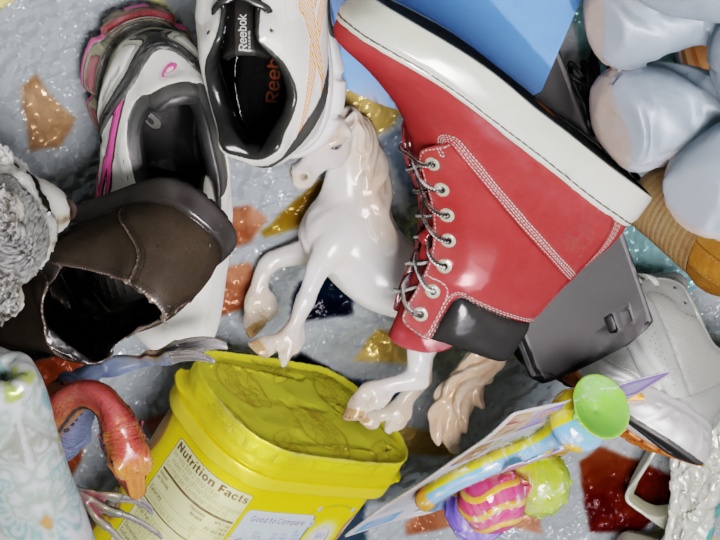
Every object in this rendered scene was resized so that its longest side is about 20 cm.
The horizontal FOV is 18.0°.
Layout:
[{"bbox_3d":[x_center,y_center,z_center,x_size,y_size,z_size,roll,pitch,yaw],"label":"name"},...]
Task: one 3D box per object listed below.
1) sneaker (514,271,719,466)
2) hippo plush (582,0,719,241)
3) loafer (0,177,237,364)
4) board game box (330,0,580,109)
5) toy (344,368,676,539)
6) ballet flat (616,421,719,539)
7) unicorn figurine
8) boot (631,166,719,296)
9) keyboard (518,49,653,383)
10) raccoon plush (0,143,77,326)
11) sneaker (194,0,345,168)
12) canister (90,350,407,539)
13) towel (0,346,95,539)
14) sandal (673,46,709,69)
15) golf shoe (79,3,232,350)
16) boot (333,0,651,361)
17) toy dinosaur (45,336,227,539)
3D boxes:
[{"bbox_3d":[0.139,0.026,1.300,0.200,0.076,0.092,37,77,-24],"label":"sneaker"},{"bbox_3d":[0.217,-0.128,1.136,0.160,0.160,0.200,-30,174,-42],"label":"hippo plush"},{"bbox_3d":[-0.147,0.011,1.130,0.073,0.072,0.199,44,140,-20],"label":"loafer"},{"bbox_3d":[0.043,-0.180,1.144,0.157,0.039,0.201,18,113,-12],"label":"board game box"},{"bbox_3d":[0.086,0.117,1.261,0.115,0.047,0.200,-13,160,-33],"label":"toy"},{"bbox_3d":[0.192,0.157,1.401,0.071,0.072,0.201,1,118,-20],"label":"ballet flat"},{"bbox_3d":[0.000,0.000,1.222,0.200,0.074,0.138,35,96,-23],"label":"unicorn figurine"},{"bbox_3d":[0.250,-0.025,1.215,0.201,0.144,0.071,-25,139,-38],"label":"boot"},{"bbox_3d":[0.102,-0.048,1.231,0.104,0.040,0.201,-22,104,-9],"label":"keyboard"},{"bbox_3d":[-0.238,-0.017,1.092,0.199,0.134,0.097,-21,126,-6],"label":"raccoon plush"},{"bbox_3d":[-0.045,-0.144,1.090,0.073,0.080,0.201,-3,107,16],"label":"sneaker"},{"bbox_3d":[-0.085,0.150,1.263,0.148,0.087,0.200,11,120,-51],"label":"canister"},{"bbox_3d":[-0.218,0.088,1.116,0.048,0.199,0.172,-49,143,-33],"label":"towel"},{"bbox_3d":[0.199,-0.180,1.188,0.079,0.059,0.208,-16,124,-9],"label":"sandal"},{"bbox_3d":[-0.102,-0.029,1.160,0.072,0.092,0.201,-14,125,-13],"label":"golf shoe"},{"bbox_3d":[0.034,-0.038,1.140,0.200,0.072,0.144,36,101,-29],"label":"boot"},{"bbox_3d":[-0.162,0.095,1.143,0.199,0.106,0.182,-5,164,-8],"label":"toy dinosaur"}]
